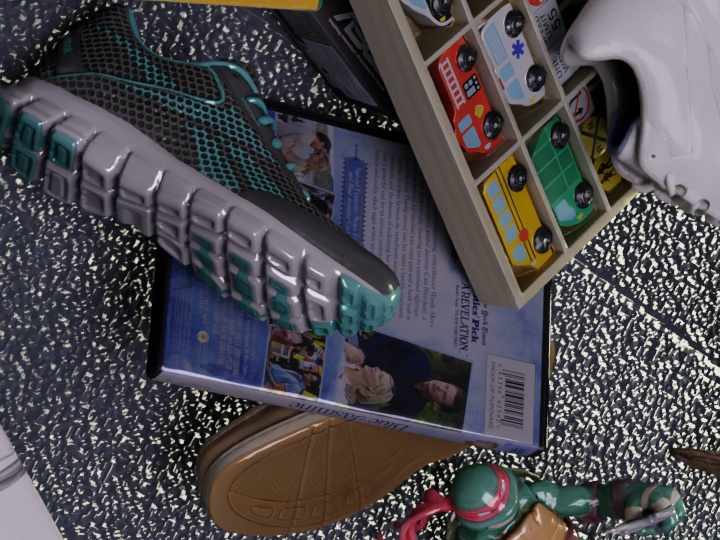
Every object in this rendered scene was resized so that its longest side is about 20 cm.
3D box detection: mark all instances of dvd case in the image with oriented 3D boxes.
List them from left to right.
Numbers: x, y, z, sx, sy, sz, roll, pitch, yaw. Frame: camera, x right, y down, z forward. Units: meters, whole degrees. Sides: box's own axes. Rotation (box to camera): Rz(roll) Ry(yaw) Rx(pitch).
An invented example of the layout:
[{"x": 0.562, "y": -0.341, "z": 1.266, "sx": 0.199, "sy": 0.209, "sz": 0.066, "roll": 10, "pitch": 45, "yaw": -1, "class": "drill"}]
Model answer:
[{"x": 0.000, "y": 0.000, "z": 1.234, "sx": 0.199, "sy": 0.018, "sz": 0.143, "roll": 13, "pitch": 66, "yaw": -23, "class": "dvd case"}]

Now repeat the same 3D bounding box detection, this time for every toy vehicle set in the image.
[{"x": 0.067, "y": -0.099, "z": 1.223, "sx": 0.124, "sy": 0.026, "sz": 0.201, "roll": -43, "pitch": 123, "yaw": -31, "class": "toy vehicle set"}]

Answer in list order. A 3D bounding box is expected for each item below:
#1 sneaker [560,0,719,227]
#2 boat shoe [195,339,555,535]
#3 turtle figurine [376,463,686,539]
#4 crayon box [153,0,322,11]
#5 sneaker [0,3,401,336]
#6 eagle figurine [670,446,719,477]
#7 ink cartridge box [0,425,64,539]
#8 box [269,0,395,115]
[{"x": 0.160, "y": -0.057, "z": 1.253, "sx": 0.087, "sy": 0.074, "sz": 0.200, "roll": -40, "pitch": 105, "yaw": -19, "class": "sneaker"}, {"x": -0.002, "y": 0.064, "z": 1.276, "sx": 0.199, "sy": 0.069, "sz": 0.074, "roll": -20, "pitch": 136, "yaw": -32, "class": "boat shoe"}, {"x": 0.093, "y": 0.148, "z": 1.336, "sx": 0.150, "sy": 0.101, "sz": 0.200, "roll": -38, "pitch": 138, "yaw": 3, "class": "turtle figurine"}, {"x": -0.104, "y": -0.175, "z": 1.097, "sx": 0.199, "sy": 0.058, "sz": 0.119, "roll": 2, "pitch": 132, "yaw": -14, "class": "crayon box"}, {"x": -0.060, "y": -0.049, "z": 1.162, "sx": 0.200, "sy": 0.078, "sz": 0.091, "roll": 32, "pitch": 66, "yaw": 6, "class": "sneaker"}, {"x": 0.253, "y": 0.029, "z": 1.357, "sx": 0.151, "sy": 0.151, "sz": 0.201, "roll": 15, "pitch": 97, "yaw": 5, "class": "eagle figurine"}, {"x": -0.203, "y": 0.110, "z": 1.166, "sx": 0.116, "sy": 0.068, "sz": 0.201, "roll": -35, "pitch": 119, "yaw": -18, "class": "ink cartridge box"}, {"x": 0.000, "y": -0.196, "z": 1.218, "sx": 0.158, "sy": 0.048, "sz": 0.200, "roll": -46, "pitch": 121, "yaw": -12, "class": "box"}]
